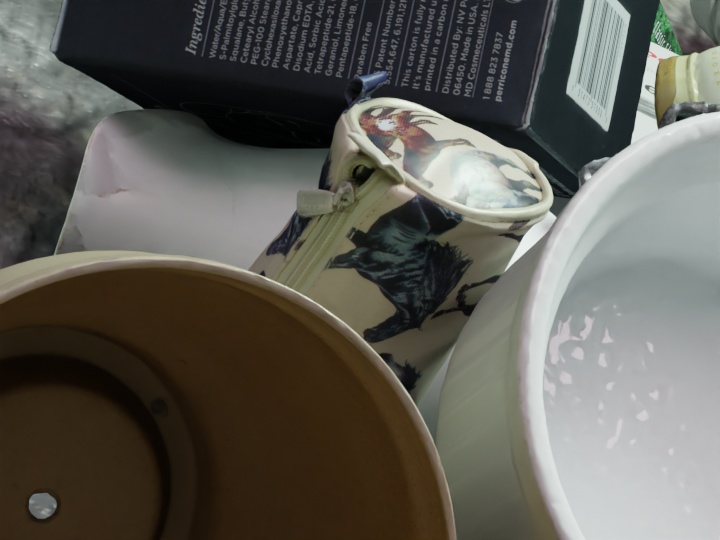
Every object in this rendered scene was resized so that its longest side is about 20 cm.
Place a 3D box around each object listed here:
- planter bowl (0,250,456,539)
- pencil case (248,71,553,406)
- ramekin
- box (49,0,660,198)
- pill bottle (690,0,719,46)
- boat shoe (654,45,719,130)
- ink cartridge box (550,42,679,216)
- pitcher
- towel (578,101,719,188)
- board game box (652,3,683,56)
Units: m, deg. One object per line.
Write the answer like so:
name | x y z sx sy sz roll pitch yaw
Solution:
planter bowl | -0.088 0.084 0.890 0.200 0.201 0.135 13 4 -23
pencil case | -0.020 0.031 1.007 0.089 0.200 0.078 13 30 -41
ramekin | 0.122 0.057 0.944 0.200 0.098 0.201 7 71 -21
box | 0.003 -0.104 1.154 0.199 0.107 0.148 9 -7 19
pill bottle | 0.267 -0.105 1.545 0.109 0.109 0.200 -1 39 -40
boat shoe | 0.187 -0.011 1.265 0.063 0.201 0.073 -15 26 18
ink cartridge box | 0.081 -0.051 1.330 0.146 0.084 0.200 26 29 -2
pitcher | 0.000 0.000 1.162 0.200 0.122 0.172 21 17 15
towel | 0.172 0.047 1.122 0.200 0.085 0.166 58 -3 24
board game box | 0.100 -0.139 1.420 0.105 0.024 0.200 21 -10 19
